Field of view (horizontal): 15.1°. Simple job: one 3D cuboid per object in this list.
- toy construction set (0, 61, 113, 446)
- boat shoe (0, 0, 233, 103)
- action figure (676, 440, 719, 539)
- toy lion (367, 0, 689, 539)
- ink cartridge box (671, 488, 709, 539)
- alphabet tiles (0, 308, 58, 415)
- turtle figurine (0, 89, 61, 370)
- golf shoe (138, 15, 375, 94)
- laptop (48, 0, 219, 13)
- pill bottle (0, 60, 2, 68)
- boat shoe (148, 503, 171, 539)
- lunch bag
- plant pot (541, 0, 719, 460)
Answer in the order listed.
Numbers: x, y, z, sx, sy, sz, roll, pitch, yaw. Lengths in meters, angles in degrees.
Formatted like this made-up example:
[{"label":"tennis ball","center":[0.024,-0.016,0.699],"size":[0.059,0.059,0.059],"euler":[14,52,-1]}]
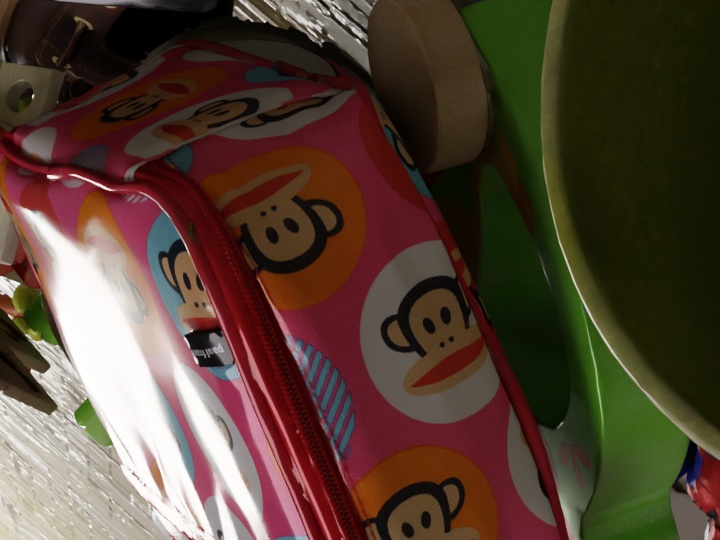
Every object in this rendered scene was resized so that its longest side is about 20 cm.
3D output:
[{"label":"toy construction set","center":[-0.107,-0.008,0.913],"size":[0.131,0.092,0.200],"euler":[52,179,30]},{"label":"boat shoe","center":[-0.074,-0.091,0.869],"size":[0.070,0.070,0.200],"euler":[46,164,6]},{"label":"action figure","center":[0.098,0.062,0.812],"size":[0.065,0.099,0.200],"euler":[37,165,23]},{"label":"toy lion","center":[0.045,0.031,0.753],"size":[0.200,0.069,0.192],"euler":[132,120,-71]},{"label":"ink cartridge box","center":[0.065,0.133,1.017],"size":[0.068,0.116,0.200],"euler":[49,163,-22]},{"label":"alphabet tiles","center":[-0.186,-0.028,0.945],"size":[0.200,0.006,0.166],"euler":[46,-175,27]},{"label":"turtle figurine","center":[-0.113,-0.029,1.110],"size":[0.161,0.064,0.200],"euler":[19,130,37]},{"label":"golf shoe","center":[0.000,0.000,0.870],"size":[0.200,0.073,0.092],"euler":[48,-164,-38]},{"label":"laptop","center":[-0.128,-0.186,0.771],"size":[0.200,0.116,0.187],"euler":[-114,13,-55]},{"label":"pill bottle","center":[-0.208,-0.138,0.990],"size":[0.200,0.113,0.113],"euler":[40,163,11]},{"label":"boat shoe","center":[-0.085,0.068,1.287],"size":[0.066,0.072,0.200],"euler":[44,163,13]},{"label":"lunch bag","center":[-0.019,0.033,0.738],"size":[0.176,0.082,0.200],"euler":[67,164,-16]},{"label":"plant pot","center":[0.160,-0.005,0.408],"size":[0.187,0.187,0.200],"euler":[24,170,48]}]
